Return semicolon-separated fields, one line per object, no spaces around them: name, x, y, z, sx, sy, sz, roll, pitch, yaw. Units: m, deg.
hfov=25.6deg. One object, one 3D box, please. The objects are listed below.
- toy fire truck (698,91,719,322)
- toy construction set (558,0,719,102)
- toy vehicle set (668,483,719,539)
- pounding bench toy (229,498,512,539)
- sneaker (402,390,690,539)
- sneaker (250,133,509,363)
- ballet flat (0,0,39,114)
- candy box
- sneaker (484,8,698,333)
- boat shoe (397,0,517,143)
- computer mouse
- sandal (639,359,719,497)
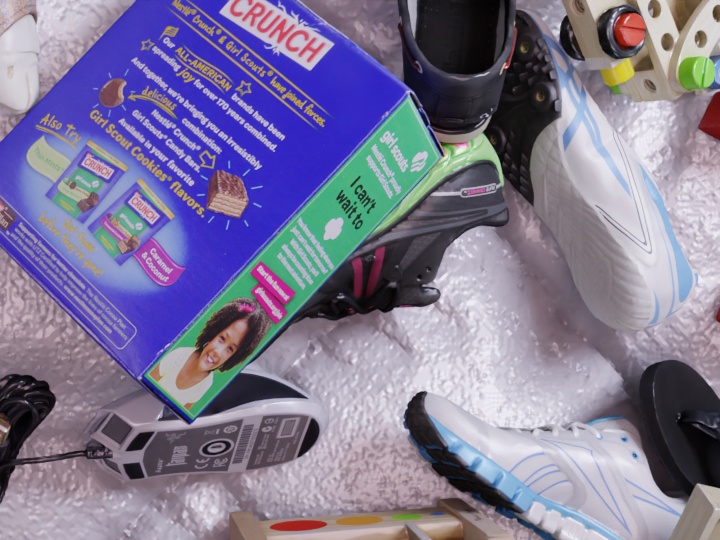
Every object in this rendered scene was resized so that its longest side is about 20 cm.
toy fire truck;0.284;-0.012;0.951;0.199;0.049;0.142;23;87;-9
toy construction set;0.158;-0.180;0.899;0.131;0.092;0.201;-34;96;-26
toy vehicle set;0.209;0.226;0.912;0.123;0.027;0.201;16;108;-18
pounding bench toy;0.001;0.201;0.831;0.155;0.200;0.125;-2;92;-10
sneaker;0.115;0.113;0.921;0.199;0.075;0.087;33;79;-17
sneaker;0.000;0.000;0.889;0.199;0.077;0.084;-34;112;4
ballet flat;-0.215;-0.089;0.858;0.067;0.068;0.201;35;95;1
candy box;-0.086;-0.052;0.838;0.200;0.077;0.169;-47;62;-5
sneaker;0.130;-0.060;0.923;0.072;0.072;0.201;-25;88;-43
boat shoe;0.053;-0.172;0.873;0.073;0.063;0.203;4;64;-5
computer mouse;-0.116;0.084;0.876;0.198;0.110;0.044;-3;54;-20
sandal;0.234;0.127;0.933;0.200;0.045;0.075;51;44;-12
